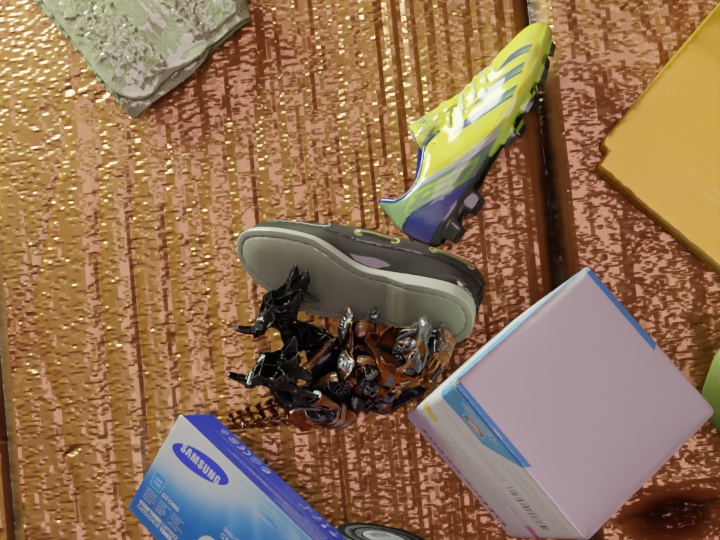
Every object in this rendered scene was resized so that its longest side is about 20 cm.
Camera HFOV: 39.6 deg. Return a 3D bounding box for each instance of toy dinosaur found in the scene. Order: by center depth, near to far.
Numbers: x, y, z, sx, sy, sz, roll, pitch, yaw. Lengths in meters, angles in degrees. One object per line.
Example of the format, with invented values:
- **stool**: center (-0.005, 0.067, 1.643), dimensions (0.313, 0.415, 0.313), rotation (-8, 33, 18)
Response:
- **toy dinosaur**: center (-0.027, 0.085, 0.778), dimensions (0.200, 0.102, 0.136), rotation (-42, 124, 10)

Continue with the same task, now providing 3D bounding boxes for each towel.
- **towel**: center (-0.199, -0.245, 0.843), dimensions (0.148, 0.036, 0.200), rotation (-41, 85, 2)

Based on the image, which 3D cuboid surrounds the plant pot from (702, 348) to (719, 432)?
- **plant pot**: center (0.348, 0.108, 0.691), dimensions (0.201, 0.200, 0.190), rotation (-53, 48, 2)

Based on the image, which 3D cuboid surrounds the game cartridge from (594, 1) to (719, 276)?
- **game cartridge**: center (0.310, -0.090, 0.790), dimensions (0.200, 0.032, 0.177), rotation (42, 93, 8)

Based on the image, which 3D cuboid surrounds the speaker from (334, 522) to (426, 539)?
- **speaker**: center (0.001, 0.307, 0.781), dimensions (0.081, 0.081, 0.202), rotation (9, 89, 6)

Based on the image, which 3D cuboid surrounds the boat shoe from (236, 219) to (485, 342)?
- **boat shoe**: center (0.000, 0.000, 0.804), dimensions (0.200, 0.061, 0.072), rotation (18, 130, 10)

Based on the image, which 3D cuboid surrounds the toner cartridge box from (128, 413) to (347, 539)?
- **toner cartridge box**: center (-0.086, 0.207, 0.771), dimensions (0.200, 0.043, 0.095), rotation (36, 101, 28)

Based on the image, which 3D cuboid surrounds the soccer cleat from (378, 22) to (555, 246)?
- **soccer cleat**: center (0.085, -0.116, 0.796), dimensions (0.083, 0.065, 0.201), rotation (30, 91, 10)

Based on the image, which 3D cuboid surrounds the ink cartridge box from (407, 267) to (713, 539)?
- **ink cartridge box**: center (0.130, 0.104, 0.727), dimensions (0.125, 0.200, 0.129), rotation (-39, 84, -14)
